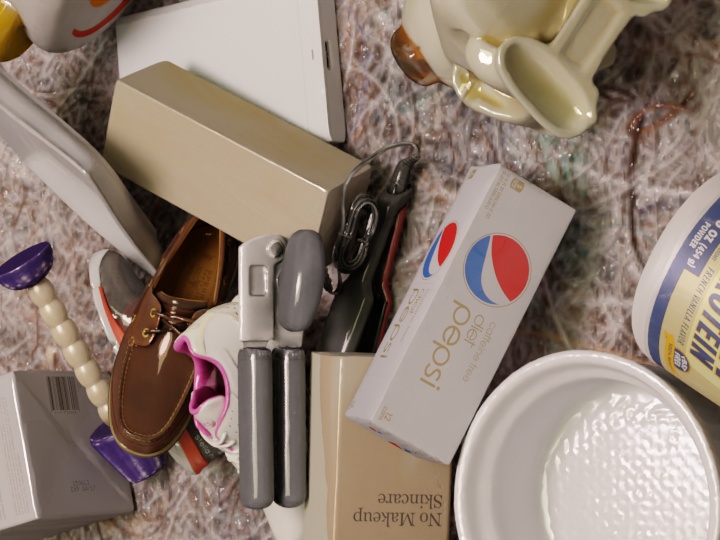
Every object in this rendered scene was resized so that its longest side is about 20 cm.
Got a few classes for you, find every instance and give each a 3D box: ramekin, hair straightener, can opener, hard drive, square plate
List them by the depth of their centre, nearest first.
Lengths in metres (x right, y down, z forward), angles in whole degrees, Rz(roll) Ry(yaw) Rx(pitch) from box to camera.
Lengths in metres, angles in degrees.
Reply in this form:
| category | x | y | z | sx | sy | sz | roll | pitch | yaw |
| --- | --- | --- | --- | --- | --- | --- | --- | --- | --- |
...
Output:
| category | x | y | z | sx | sy | sz | roll | pitch | yaw |
| --- | --- | --- | --- | --- | --- | --- | --- | --- | --- |
| ramekin | 0.171 | 0.154 | 1.490 | 0.199 | 0.097 | 0.203 | -1 | 87 | 34 |
| can opener | -0.060 | 0.071 | 1.587 | 0.066 | 0.052 | 0.202 | -175 | 87 | -64 |
| hair straightener | 0.000 | 0.000 | 1.623 | 0.041 | 0.077 | 0.202 | 27 | 104 | 36 |
| hard drive | -0.104 | -0.150 | 1.730 | 0.199 | 0.026 | 0.133 | -9 | 84 | 33 |
| square plate | -0.234 | -0.086 | 1.733 | 0.028 | 0.198 | 0.200 | -46 | 61 | -9 |

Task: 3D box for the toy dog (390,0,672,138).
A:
| category | x | y | z | sx | sy | sz | roll | pitch | yaw |
| --- | --- | --- | --- | --- | --- | --- | --- | --- | --- |
| toy dog | 0.089 | -0.171 | 1.510 | 0.141 | 0.193 | 0.200 | -65 | 13 | -6 |

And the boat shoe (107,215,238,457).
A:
| category | x | y | z | sx | sy | sz | roll | pitch | yaw |
| --- | --- | --- | --- | --- | --- | --- | --- | --- | --- |
| boat shoe | -0.143 | 0.042 | 1.670 | 0.071 | 0.068 | 0.201 | 16 | 64 | 2 |

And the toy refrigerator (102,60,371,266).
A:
| category | x | y | z | sx | sy | sz | roll | pitch | yaw |
| --- | --- | --- | --- | --- | --- | --- | --- | --- | --- |
| toy refrigerator | -0.093 | -0.080 | 1.671 | 0.199 | 0.070 | 0.076 | 28 | 122 | 23 |

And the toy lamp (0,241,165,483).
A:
| category | x | y | z | sx | sy | sz | roll | pitch | yaw |
| --- | --- | --- | --- | --- | --- | --- | --- | --- | --- |
| toy lamp | -0.216 | 0.076 | 1.737 | 0.058 | 0.058 | 0.201 | -20 | 108 | 32 |

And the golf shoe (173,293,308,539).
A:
| category | x | y | z | sx | sy | sz | roll | pitch | yaw |
| --- | --- | --- | --- | --- | --- | --- | --- | --- | --- |
| golf shoe | -0.085 | 0.119 | 1.648 | 0.075 | 0.091 | 0.202 | -1 | 106 | 54 |

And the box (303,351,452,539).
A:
| category | x | y | z | sx | sy | sz | roll | pitch | yaw |
| --- | --- | --- | --- | --- | --- | --- | --- | --- | --- |
| box | 0.012 | 0.161 | 1.587 | 0.078 | 0.094 | 0.202 | -179 | 90 | -72 |

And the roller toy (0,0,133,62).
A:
| category | x | y | z | sx | sy | sz | roll | pitch | yaw |
| --- | --- | --- | --- | --- | --- | --- | --- | --- | --- |
| roller toy | -0.227 | -0.267 | 1.712 | 0.139 | 0.200 | 0.183 | 37 | 132 | 9 |

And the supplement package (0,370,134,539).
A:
| category | x | y | z | sx | sy | sz | roll | pitch | yaw |
| --- | --- | --- | --- | --- | --- | --- | --- | --- | --- |
| supplement package | -0.304 | 0.162 | 1.799 | 0.199 | 0.121 | 0.121 | -19 | 78 | 32 |

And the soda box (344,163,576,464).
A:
| category | x | y | z | sx | sy | sz | roll | pitch | yaw |
| --- | --- | --- | --- | --- | --- | --- | --- | --- | --- |
| soda box | 0.069 | 0.029 | 1.531 | 0.201 | 0.068 | 0.064 | -63 | 16 | -9 |

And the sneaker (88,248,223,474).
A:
| category | x | y | z | sx | sy | sz | roll | pitch | yaw |
| --- | --- | --- | --- | --- | --- | --- | --- | --- | --- |
| sneaker | -0.145 | 0.061 | 1.739 | 0.081 | 0.077 | 0.201 | -30 | 71 | 1 |

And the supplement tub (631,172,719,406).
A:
| category | x | y | z | sx | sy | sz | roll | pitch | yaw |
| --- | --- | --- | --- | --- | --- | --- | --- | --- | --- |
| supplement tub | 0.286 | 0.039 | 1.387 | 0.199 | 0.144 | 0.145 | 34 | 107 | 30 |
